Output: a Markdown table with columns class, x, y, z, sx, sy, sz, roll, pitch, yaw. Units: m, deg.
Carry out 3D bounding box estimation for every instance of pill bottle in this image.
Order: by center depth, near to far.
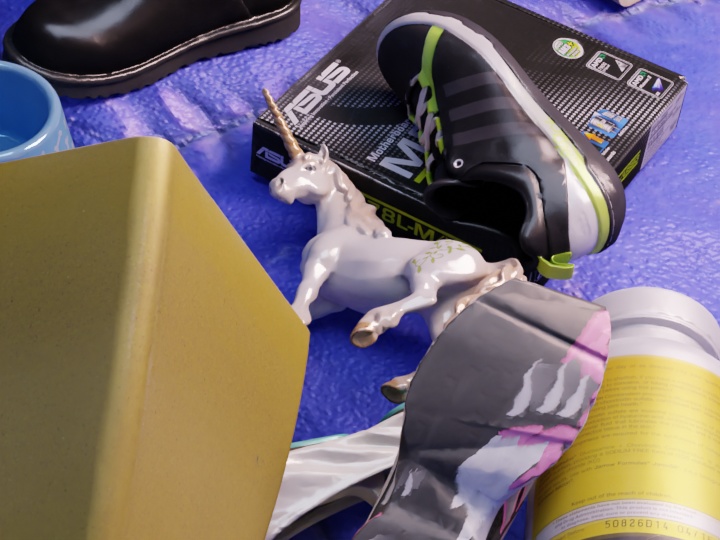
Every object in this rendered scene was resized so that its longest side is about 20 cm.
| class | x | y | z | sx | sy | sz | roll | pitch | yaw |
| --- | --- | --- | --- | --- | --- | --- | --- | --- | --- |
| pill bottle | 0.137 | 0.104 | 1.042 | 0.112 | 0.112 | 0.200 | 8 | 44 | 2 |

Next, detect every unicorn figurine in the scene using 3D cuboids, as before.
| class | x | y | z | sx | sy | sz | roll | pitch | yaw |
| --- | --- | --- | --- | --- | --- | --- | --- | --- | --- |
| unicorn figurine | 0.000 | 0.000 | 1.159 | 0.200 | 0.074 | 0.137 | 21 | 50 | 20 |

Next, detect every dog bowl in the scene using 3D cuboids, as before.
| class | x | y | z | sx | sy | sz | roll | pitch | yaw |
| --- | --- | --- | --- | --- | --- | --- | --- | --- | --- |
| dog bowl | -0.262 | -0.079 | 1.239 | 0.200 | 0.050 | 0.112 | 5 | 43 | -2 |

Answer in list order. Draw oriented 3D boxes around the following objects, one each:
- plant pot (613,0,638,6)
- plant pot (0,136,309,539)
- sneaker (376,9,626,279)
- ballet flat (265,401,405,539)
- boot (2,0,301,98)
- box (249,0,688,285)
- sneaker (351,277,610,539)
| class | x | y | z | sx | sy | sz | roll | pitch | yaw |
| --- | --- | --- | --- | --- | --- | --- | --- | --- | --- |
| plant pot | 0.178 | -0.327 | 1.461 | 0.200 | 0.200 | 0.177 | -30 | 43 | -32 |
| plant pot | -0.145 | 0.080 | 0.961 | 0.200 | 0.200 | 0.177 | -10 | 59 | 15 |
| sneaker | 0.061 | -0.071 | 1.186 | 0.083 | 0.072 | 0.200 | -28 | 55 | -26 |
| ballet flat | 0.012 | 0.104 | 1.074 | 0.200 | 0.069 | 0.069 | -18 | 48 | -18 |
| boot | -0.122 | -0.203 | 1.306 | 0.211 | 0.158 | 0.079 | -22 | 50 | -26 |
| box | 0.067 | -0.088 | 1.286 | 0.193 | 0.048 | 0.200 | 28 | 48 | 18 |
| sneaker | 0.046 | 0.093 | 1.013 | 0.080 | 0.086 | 0.200 | 33 | 85 | 6 |
